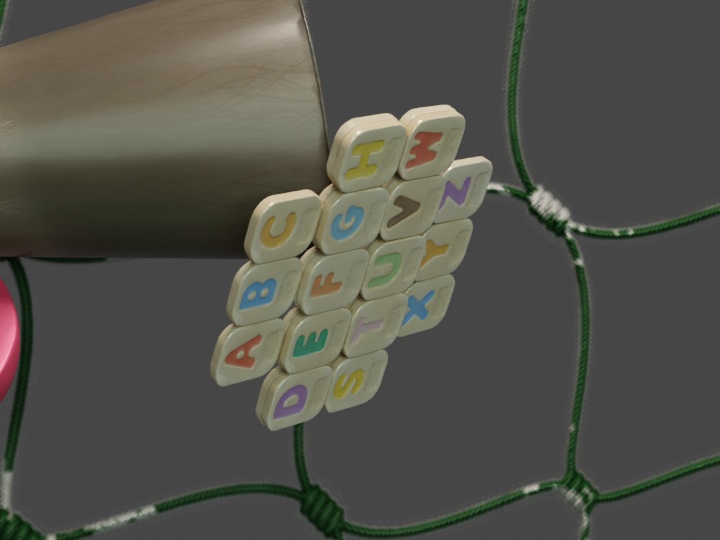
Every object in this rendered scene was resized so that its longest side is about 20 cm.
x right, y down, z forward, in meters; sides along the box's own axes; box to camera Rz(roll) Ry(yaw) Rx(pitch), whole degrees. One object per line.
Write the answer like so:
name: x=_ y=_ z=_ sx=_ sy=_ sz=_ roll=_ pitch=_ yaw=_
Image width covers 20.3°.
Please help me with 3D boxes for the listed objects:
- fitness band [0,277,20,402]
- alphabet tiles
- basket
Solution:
fitness band: x=-0.285 y=0.053 z=1.113 sx=0.199 sy=0.038 sz=0.144 roll=-31 pitch=63 yaw=-29
alphabet tiles: x=0.000 y=0.000 z=1.159 sx=0.195 sy=0.015 sz=0.201 roll=-12 pitch=129 yaw=-45
basket: x=-0.128 y=-0.080 z=1.163 sx=0.198 sy=0.136 sz=0.182 roll=-8 pitch=80 yaw=-10
